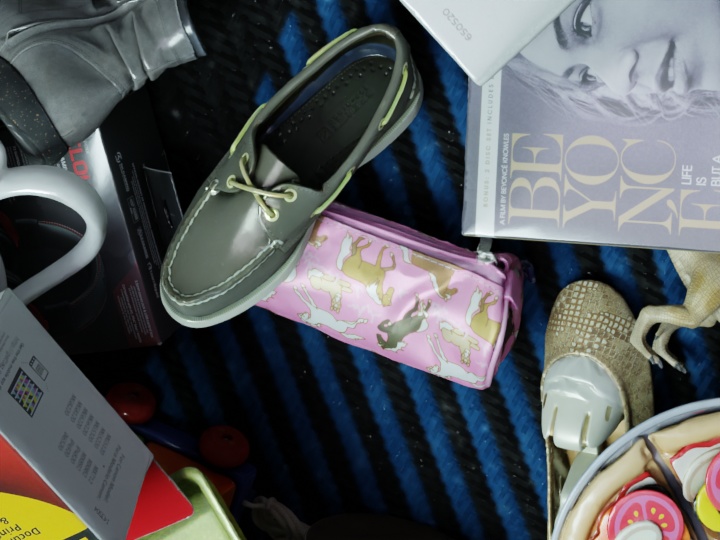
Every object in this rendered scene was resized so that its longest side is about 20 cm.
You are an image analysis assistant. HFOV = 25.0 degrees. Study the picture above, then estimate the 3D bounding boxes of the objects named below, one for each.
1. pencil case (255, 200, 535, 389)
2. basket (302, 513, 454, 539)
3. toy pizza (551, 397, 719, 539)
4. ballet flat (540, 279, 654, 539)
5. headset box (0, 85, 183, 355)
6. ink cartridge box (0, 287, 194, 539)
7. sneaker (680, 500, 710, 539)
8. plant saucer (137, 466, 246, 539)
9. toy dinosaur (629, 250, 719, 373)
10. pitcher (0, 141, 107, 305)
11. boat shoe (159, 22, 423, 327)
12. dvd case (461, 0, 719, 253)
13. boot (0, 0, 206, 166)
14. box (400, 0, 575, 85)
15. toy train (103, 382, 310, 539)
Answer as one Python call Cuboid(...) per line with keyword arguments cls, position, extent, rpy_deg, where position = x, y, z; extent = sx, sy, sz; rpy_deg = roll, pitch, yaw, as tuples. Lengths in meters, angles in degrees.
Cuboid(cls="pencil case", position=(0.000, 0.000, 0.958), extent=(0.198, 0.083, 0.088), rpy_deg=(19, 92, 11))
Cuboid(cls="basket", position=(0.001, 0.270, 1.031), extent=(0.134, 0.180, 0.203), rpy_deg=(15, 106, 19))
Cuboid(cls="toy pizza", position=(0.204, 0.167, 0.912), extent=(0.197, 0.032, 0.203), rpy_deg=(-2, 110, -4))
Cuboid(cls="ballet flat", position=(0.137, 0.108, 0.962), extent=(0.070, 0.065, 0.203), rpy_deg=(2, 111, 30))
Cuboid(cls="headset box", position=(-0.196, -0.027, 1.016), extent=(0.197, 0.075, 0.150), rpy_deg=(-6, 109, 21))
Cuboid(cls="ink cartridge box", position=(-0.220, 0.132, 0.888), extent=(0.198, 0.084, 0.176), rpy_deg=(-25, 118, 26))
Cuboid(cls="sneaker", position=(0.222, 0.192, 0.978), extent=(0.084, 0.077, 0.202), rpy_deg=(-12, 111, 5))
Cuboid(cls="plant saucer", position=(-0.107, 0.239, 0.969), extent=(0.199, 0.048, 0.201), rpy_deg=(-33, 86, 25))
Cuboid(cls="toy dinosaur", position=(0.200, 0.012, 0.921), extent=(0.199, 0.058, 0.101), rpy_deg=(40, 102, 6))
Cuboid(cls="pitcher", position=(-0.235, 0.004, 0.923), extent=(0.169, 0.122, 0.201), rpy_deg=(16, 133, -2))
Cuboid(cls="boat shoe", position=(-0.043, -0.056, 0.903), extent=(0.072, 0.060, 0.202), rpy_deg=(40, 81, 15))
Cuboid(cls="dvd case", position=(0.155, -0.087, 0.884), extent=(0.197, 0.016, 0.151), rpy_deg=(4, 97, 17))
Cuboid(cls="boot", position=(-0.176, -0.148, 0.959), extent=(0.131, 0.070, 0.200), rpy_deg=(-37, 54, -8))
Cuboid(cls="box", position=(0.064, -0.231, 0.785), extent=(0.199, 0.131, 0.200), rpy_deg=(-43, 94, 10))
Cuboid(cls="toy train", position=(-0.108, 0.161, 1.041), extent=(0.198, 0.116, 0.085), rpy_deg=(24, 118, 8))
